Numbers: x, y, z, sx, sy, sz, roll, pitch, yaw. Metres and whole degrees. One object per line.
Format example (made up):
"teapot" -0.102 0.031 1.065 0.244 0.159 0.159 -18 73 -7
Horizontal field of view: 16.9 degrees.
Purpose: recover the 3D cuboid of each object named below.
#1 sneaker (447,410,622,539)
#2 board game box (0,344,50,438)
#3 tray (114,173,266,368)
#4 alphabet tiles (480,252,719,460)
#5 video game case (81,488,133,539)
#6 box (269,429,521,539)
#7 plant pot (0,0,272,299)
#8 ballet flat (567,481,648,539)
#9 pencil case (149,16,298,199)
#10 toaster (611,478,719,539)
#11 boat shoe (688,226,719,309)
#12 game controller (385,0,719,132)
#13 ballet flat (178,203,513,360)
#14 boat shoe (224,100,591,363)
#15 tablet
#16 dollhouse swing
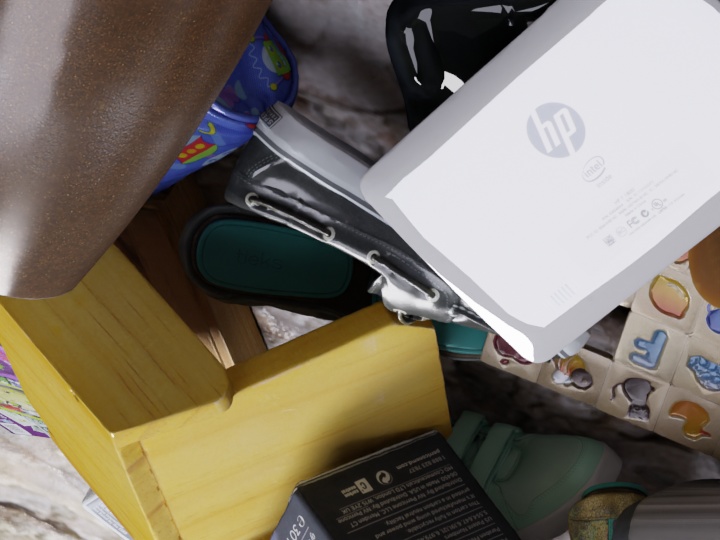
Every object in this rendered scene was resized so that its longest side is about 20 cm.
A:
"sneaker" 0.045 0.100 1.388 0.200 0.074 0.118 -9 125 37
"board game box" -0.218 0.063 1.496 0.120 0.032 0.200 9 161 30
"tray" -0.119 0.017 1.431 0.098 0.037 0.200 6 137 27
"alphabet tiles" 0.172 0.018 1.226 0.199 0.008 0.168 22 126 9
"video game case" -0.065 0.182 1.596 0.200 0.023 0.182 40 142 -13
"box" 0.035 0.217 1.306 0.200 0.107 0.149 51 139 24
"plant pot" -0.145 -0.096 1.128 0.186 0.187 0.201 24 112 7
"ballet flat" 0.155 0.183 1.369 0.070 0.071 0.200 12 158 21
"pencil case" -0.122 -0.075 1.269 0.200 0.087 0.078 -29 75 41
"toaster" 0.227 0.166 1.278 0.129 0.114 0.200 -6 176 32
"boat shoe" 0.239 -0.026 1.119 0.070 0.071 0.200 -2 167 -37
"game controller" 0.107 -0.093 1.154 0.199 0.042 0.105 0 119 28
"ballet flat" 0.000 0.000 1.312 0.199 0.068 0.064 13 -175 -6
"boat shoe" 0.023 -0.008 1.213 0.200 0.057 0.069 35 -174 -7
"tablet" 0.107 -0.053 1.127 0.130 0.014 0.200 45 120 -9
"dollhouse swing" -0.075 0.050 1.313 0.182 0.176 0.200 46 165 27
